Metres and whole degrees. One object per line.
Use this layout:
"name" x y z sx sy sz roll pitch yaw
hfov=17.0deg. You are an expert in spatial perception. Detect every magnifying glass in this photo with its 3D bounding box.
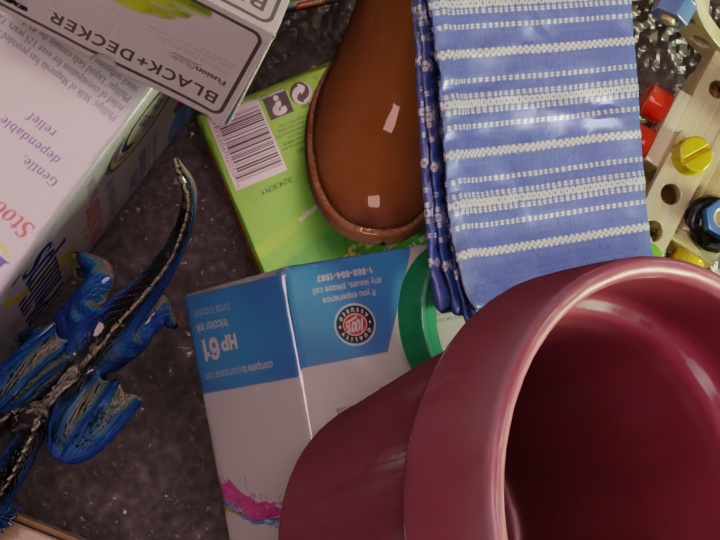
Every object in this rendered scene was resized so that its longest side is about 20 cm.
"magnifying glass" 0.095 0.034 1.107 0.199 0.022 0.080 14 72 -42

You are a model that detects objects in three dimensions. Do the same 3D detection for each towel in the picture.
"towel" 0.080 -0.083 1.070 0.144 0.024 0.202 -9 97 -44

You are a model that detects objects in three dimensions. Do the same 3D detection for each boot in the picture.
"boot" 0.031 -0.126 1.112 0.076 0.156 0.201 20 60 2

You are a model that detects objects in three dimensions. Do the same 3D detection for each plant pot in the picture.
"plant pot" 0.069 0.105 0.965 0.199 0.178 0.202 8 76 -37

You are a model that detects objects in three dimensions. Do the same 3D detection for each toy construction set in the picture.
"toy construction set" 0.138 -0.069 1.175 0.131 0.092 0.201 30 90 -7

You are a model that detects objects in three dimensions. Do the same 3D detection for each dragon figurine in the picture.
"dragon figurine" -0.127 0.045 1.060 0.059 0.100 0.200 40 122 -12

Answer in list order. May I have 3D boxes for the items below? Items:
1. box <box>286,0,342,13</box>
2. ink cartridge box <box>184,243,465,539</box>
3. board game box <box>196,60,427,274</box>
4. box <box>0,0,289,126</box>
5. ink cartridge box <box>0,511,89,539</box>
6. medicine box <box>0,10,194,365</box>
"box" -0.041 -0.236 1.171 0.034 0.110 0.202 -12 83 -6
"ink cartridge box" 0.014 0.095 1.093 0.144 0.084 0.202 -9 86 -41
"board game box" 0.000 0.000 1.186 0.095 0.030 0.201 -22 83 -8
"box" -0.068 -0.168 1.019 0.116 0.060 0.201 28 48 -7
"ink cartridge box" -0.139 0.211 1.124 0.199 0.075 0.166 22 80 -1
"medicine box" -0.162 -0.057 1.101 0.103 0.182 0.201 35 81 1
